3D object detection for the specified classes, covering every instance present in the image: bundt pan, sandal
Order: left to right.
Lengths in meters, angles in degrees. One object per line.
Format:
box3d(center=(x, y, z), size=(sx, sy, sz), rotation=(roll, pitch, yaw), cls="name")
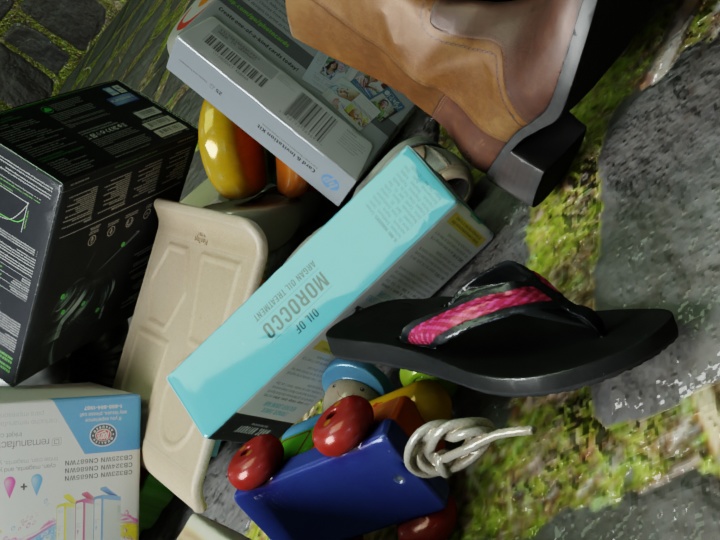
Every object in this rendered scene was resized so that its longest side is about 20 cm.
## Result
box3d(center=(-0.270, 0.094, 0.959), size=(0.075, 0.202, 0.203), rotation=(-9, 46, 22), cls="bundt pan")
box3d(center=(0.055, 0.022, 0.506), size=(0.199, 0.045, 0.075), rotation=(2, 21, 45), cls="sandal")

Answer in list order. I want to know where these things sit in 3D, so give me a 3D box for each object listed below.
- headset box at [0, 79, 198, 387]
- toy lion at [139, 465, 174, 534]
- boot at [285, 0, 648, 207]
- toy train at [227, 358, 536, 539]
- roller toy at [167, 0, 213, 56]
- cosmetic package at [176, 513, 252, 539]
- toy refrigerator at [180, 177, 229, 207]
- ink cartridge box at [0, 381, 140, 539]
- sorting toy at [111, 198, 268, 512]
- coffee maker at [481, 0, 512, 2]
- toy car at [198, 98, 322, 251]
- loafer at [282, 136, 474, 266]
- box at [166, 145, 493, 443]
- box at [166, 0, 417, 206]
box3d(center=(-0.234, -0.028, 0.827), size=(0.174, 0.092, 0.201), rotation=(-38, -25, -57), cls="headset box")
box3d(center=(-0.162, 0.126, 0.862), size=(0.200, 0.068, 0.193), rotation=(-12, 56, 58), cls="toy lion")
box3d(center=(0.046, -0.150, 0.561), size=(0.068, 0.200, 0.189), rotation=(-44, -17, -21), cls="boot")
box3d(center=(0.030, 0.076, 0.541), size=(0.199, 0.085, 0.116), rotation=(-29, 19, 39), cls="toy train")
box3d(center=(-0.097, -0.248, 1.091), size=(0.182, 0.140, 0.200), rotation=(-43, 23, 6), cls="roller toy")
box3d(center=(-0.021, 0.180, 0.462), size=(0.200, 0.105, 0.071), rotation=(3, 61, 61), cls="cosmetic package")
box3d(center=(-0.151, -0.033, 1.021), size=(0.200, 0.070, 0.076), rotation=(-31, 28, 44), cls="toy refrigerator")
box3d(center=(-0.243, 0.190, 0.771), size=(0.125, 0.128, 0.202), rotation=(-2, 88, 56), cls="ink cartridge box")
box3d(center=(-0.128, 0.054, 0.766), size=(0.185, 0.036, 0.202), rotation=(14, 93, 57), cls="sorting toy")
box3d(center=(0.133, -0.200, 0.533), size=(0.200, 0.191, 0.136), rotation=(-4, 97, 63), cls="coffee maker")
box3d(center=(-0.052, -0.114, 0.838), size=(0.149, 0.177, 0.200), rotation=(-4, 12, 9), cls="toy car")
box3d(center=(0.000, 0.000, 0.691), size=(0.201, 0.072, 0.063), rotation=(-53, 31, 2), cls="loafer")
box3d(center=(-0.016, 0.021, 0.625), size=(0.200, 0.082, 0.049), rotation=(-43, 66, 8), cls="box")
box3d(center=(-0.019, -0.166, 0.756), size=(0.200, 0.156, 0.041), rotation=(-54, 3, -32), cls="box")
